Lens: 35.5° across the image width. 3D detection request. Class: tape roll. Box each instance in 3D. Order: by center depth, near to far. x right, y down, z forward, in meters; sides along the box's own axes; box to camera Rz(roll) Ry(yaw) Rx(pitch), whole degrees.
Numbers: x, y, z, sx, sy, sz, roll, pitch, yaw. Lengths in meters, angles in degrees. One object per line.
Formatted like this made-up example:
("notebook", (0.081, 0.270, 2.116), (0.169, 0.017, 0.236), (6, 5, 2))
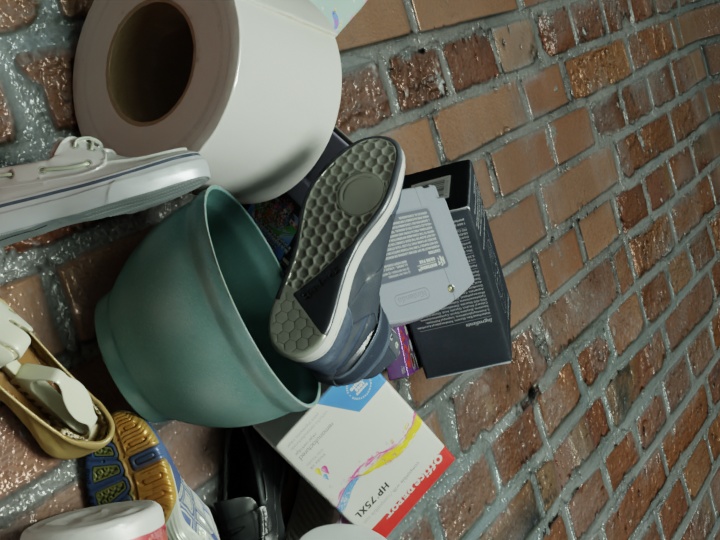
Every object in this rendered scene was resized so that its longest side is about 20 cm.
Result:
("tape roll", (-0.135, -0.166, 0.981), (0.139, 0.201, 0.205), (8, 75, -53))

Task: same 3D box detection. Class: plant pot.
("plant pot", (-0.137, 0.049, 0.943), (0.201, 0.133, 0.201), (61, 10, -19))

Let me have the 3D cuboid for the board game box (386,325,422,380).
("board game box", (0.032, 0.019, 1.281), (0.120, 0.032, 0.202), (-8, 85, -75))

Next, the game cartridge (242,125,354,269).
("game cartridge", (-0.060, -0.081, 1.045), (0.038, 0.200, 0.130), (15, 113, -51))

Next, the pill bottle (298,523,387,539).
("pill bottle", (-0.020, 0.342, 1.027), (0.113, 0.112, 0.202), (-30, 131, -54))

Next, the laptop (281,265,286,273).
("laptop", (-0.020, 0.030, 1.165), (0.200, 0.115, 0.188), (-50, 123, -41))

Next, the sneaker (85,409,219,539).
("sneaker", (-0.170, 0.209, 0.961), (0.088, 0.075, 0.201), (-52, 122, -78))

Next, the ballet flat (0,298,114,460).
("ballet flat", (-0.258, 0.069, 0.859), (0.200, 0.063, 0.069), (53, 44, -33))

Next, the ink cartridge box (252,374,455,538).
("ink cartridge box", (0.006, 0.173, 1.061), (0.116, 0.067, 0.200), (-47, 118, -10))

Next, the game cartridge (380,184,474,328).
("game cartridge", (0.026, -0.010, 1.128), (0.199, 0.041, 0.134), (-13, 85, -43))

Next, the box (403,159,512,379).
("box", (0.103, -0.003, 1.311), (0.149, 0.106, 0.201), (-76, 150, -64))

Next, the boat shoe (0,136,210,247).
("boat shoe", (-0.218, -0.072, 0.861), (0.074, 0.198, 0.067), (140, -66, -81))

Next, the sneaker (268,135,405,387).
("sneaker", (-0.002, 0.000, 0.955), (0.204, 0.076, 0.146), (-66, 152, -13))

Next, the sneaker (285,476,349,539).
("sneaker", (-0.012, 0.239, 1.174), (0.114, 0.072, 0.202), (48, 55, -42))

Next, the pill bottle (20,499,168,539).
("pill bottle", (-0.190, 0.286, 0.858), (0.110, 0.110, 0.202), (-8, 88, -56))

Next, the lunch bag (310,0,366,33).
("lunch bag", (-0.101, -0.312, 1.143), (0.201, 0.121, 0.171), (55, 43, -19))

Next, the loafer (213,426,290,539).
("loafer", (-0.107, 0.229, 1.038), (0.070, 0.068, 0.202), (27, 55, -40))
